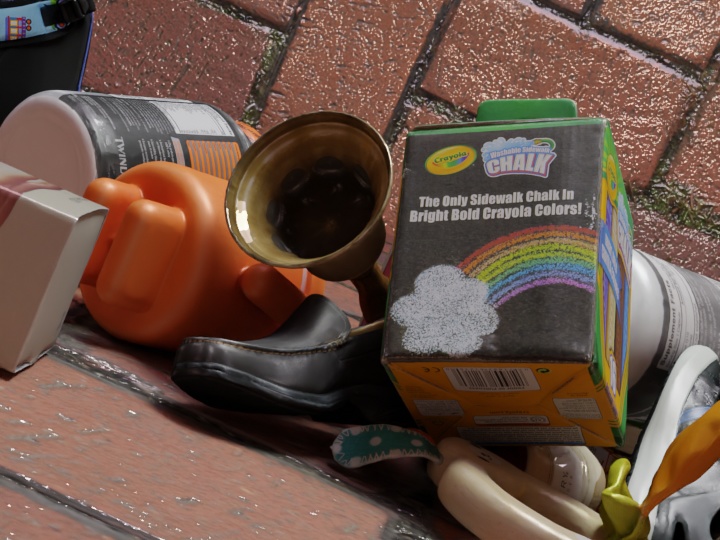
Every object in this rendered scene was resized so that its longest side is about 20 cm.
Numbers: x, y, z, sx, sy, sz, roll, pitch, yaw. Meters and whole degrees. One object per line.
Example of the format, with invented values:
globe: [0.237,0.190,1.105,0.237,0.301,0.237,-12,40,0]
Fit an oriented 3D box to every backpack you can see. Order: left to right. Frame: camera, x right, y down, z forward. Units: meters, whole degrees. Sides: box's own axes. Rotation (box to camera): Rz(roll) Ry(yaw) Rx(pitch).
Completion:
backpack: [-0.317,-0.145,1.280,0.199,0.184,0.134,10,1,-18]

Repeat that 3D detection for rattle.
rattle: [0.092,0.088,0.926,0.130,0.144,0.200,-2,28,-44]

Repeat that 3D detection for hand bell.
hand bell: [0.000,0.000,1.046,0.104,0.104,0.200,27,-17,31]

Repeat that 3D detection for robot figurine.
robot figurine: [-0.098,-0.001,1.073,0.143,0.117,0.200,-19,-20,31]

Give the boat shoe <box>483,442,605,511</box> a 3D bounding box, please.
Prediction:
boat shoe: [0.078,0.099,1.079,0.069,0.074,0.200,27,3,-33]

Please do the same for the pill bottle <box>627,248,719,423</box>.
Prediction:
pill bottle: [0.182,0.044,1.152,0.199,0.114,0.114,17,8,-44]

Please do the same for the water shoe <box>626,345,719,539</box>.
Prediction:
water shoe: [0.204,0.128,1.033,0.079,0.072,0.200,23,43,9]

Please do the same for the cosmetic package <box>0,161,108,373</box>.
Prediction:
cosmetic package: [-0.242,-0.031,0.865,0.199,0.088,0.103,24,4,-2]

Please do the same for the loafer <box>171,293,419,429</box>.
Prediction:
loafer: [-0.034,0.049,0.976,0.072,0.073,0.200,1,-8,35]

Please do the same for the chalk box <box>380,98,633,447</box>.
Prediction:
chalk box: [0.094,-0.010,0.998,0.124,0.201,0.124,-1,-29,17]

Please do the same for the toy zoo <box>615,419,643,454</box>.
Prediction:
toy zoo: [0.206,0.115,1.275,0.131,0.021,0.200,21,5,-22]

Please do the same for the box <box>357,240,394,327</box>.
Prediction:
box: [0.067,0.053,1.307,0.127,0.109,0.200,23,5,-2]

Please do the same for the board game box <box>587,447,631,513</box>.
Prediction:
board game box: [0.215,0.159,1.251,0.151,0.047,0.200,22,5,-14]

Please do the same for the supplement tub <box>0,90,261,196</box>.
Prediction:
supplement tub: [-0.161,-0.066,1.232,0.122,0.123,0.199,27,17,34]

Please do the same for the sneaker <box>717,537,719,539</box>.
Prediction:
sneaker: [0.246,0.175,1.054,0.118,0.074,0.200,30,-6,-7]
